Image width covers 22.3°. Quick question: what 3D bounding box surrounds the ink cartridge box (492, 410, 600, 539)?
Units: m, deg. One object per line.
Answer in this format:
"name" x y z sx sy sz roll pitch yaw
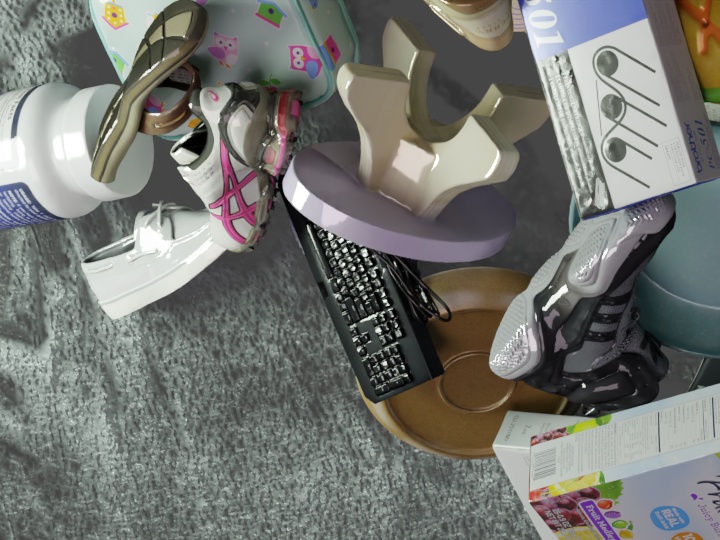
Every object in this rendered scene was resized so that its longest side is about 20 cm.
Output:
"ink cartridge box" 0.219 0.198 1.484 0.172 0.044 0.201 2 137 34

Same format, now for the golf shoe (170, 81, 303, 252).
"golf shoe" -0.103 -0.084 1.423 0.091 0.073 0.200 11 147 -7

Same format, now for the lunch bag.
"lunch bag" -0.106 -0.187 1.431 0.199 0.077 0.161 -10 120 33

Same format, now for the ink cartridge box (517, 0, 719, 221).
"ink cartridge box" 0.165 -0.143 1.205 0.094 0.044 0.202 -18 87 40

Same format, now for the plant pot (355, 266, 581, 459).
"plant pot" 0.094 0.085 1.484 0.198 0.028 0.201 0 127 0

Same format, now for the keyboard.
"keyboard" 0.000 0.000 1.429 0.104 0.040 0.201 -26 86 32

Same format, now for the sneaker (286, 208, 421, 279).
"sneaker" 0.024 0.005 1.491 0.082 0.070 0.200 -27 107 39

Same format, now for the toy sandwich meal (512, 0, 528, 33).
"toy sandwich meal" 0.141 -0.241 1.274 0.204 0.070 0.207 13 125 20

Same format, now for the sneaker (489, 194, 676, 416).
"sneaker" 0.186 0.027 1.304 0.113 0.076 0.200 31 127 -11

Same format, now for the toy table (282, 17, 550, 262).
"toy table" 0.049 -0.092 1.361 0.184 0.199 0.118 47 125 33

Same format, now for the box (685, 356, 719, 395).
"box" 0.361 0.138 1.397 0.198 0.079 0.142 3 125 26

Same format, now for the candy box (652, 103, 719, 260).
"candy box" 0.276 -0.080 1.312 0.198 0.061 0.137 -1 122 27

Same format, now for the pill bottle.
"pill bottle" -0.282 -0.096 1.554 0.199 0.116 0.116 -7 117 31

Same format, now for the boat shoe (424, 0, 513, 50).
"boat shoe" 0.047 -0.228 1.287 0.071 0.201 0.065 -29 142 1

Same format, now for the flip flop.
"flip flop" -0.155 -0.131 1.400 0.057 0.082 0.200 23 136 -13

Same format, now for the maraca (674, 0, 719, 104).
"maraca" 0.282 -0.178 1.207 0.199 0.138 0.107 -22 137 29

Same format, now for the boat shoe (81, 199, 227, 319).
"boat shoe" -0.170 -0.024 1.580 0.199 0.072 0.069 -25 106 46

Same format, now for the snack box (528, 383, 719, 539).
"snack box" 0.246 0.167 1.331 0.199 0.068 0.169 -20 131 24

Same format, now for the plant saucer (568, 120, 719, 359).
"plant saucer" 0.248 -0.028 1.299 0.198 0.036 0.201 14 129 19
